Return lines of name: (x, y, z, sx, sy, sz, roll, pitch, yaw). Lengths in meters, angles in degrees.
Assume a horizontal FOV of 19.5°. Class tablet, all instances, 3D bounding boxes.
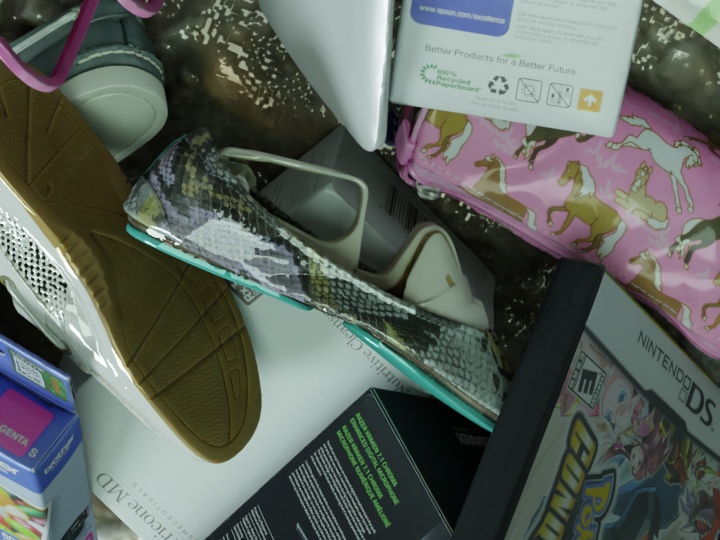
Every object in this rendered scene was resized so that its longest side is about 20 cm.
tablet: (-0.015, -0.161, 0.840, 0.014, 0.130, 0.200, -14, 133, -20)

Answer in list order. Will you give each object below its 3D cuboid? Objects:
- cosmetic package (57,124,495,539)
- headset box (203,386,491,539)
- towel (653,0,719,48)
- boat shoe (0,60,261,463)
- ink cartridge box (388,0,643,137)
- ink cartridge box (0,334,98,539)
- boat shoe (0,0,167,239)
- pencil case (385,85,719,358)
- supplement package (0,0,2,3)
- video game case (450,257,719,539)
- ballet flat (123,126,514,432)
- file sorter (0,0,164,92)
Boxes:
cosmetic package: (-0.046, 0.039, 0.987, 0.200, 0.081, 0.113, -41, 106, 21)
headset box: (0.019, 0.150, 0.986, 0.200, 0.093, 0.174, -43, 148, 22)
towel: (0.128, -0.178, 0.766, 0.200, 0.023, 0.153, 34, 112, -11)
boat shoe: (-0.119, 0.001, 0.912, 0.069, 0.071, 0.200, -20, 109, 45)
ink cartridge box: (0.071, -0.153, 0.818, 0.094, 0.037, 0.200, 9, 120, 1)
ink cartridge box: (-0.182, 0.078, 0.968, 0.119, 0.042, 0.200, 30, 151, 12)
boat shoe: (-0.171, -0.061, 0.966, 0.200, 0.062, 0.073, -26, 149, 29)
pencil case: (0.109, -0.037, 0.935, 0.200, 0.083, 0.087, 28, 115, -11)
supplement package: (-0.143, -0.213, 0.842, 0.117, 0.117, 0.200, 34, 115, -12)
video game case: (0.102, 0.122, 0.920, 0.025, 0.200, 0.181, 10, 160, 38)
ballet flat: (0.000, 0.000, 0.885, 0.200, 0.072, 0.072, 29, 116, -10)
file sorter: (-0.173, -0.107, 0.733, 0.200, 0.139, 0.126, -29, 113, 18)
